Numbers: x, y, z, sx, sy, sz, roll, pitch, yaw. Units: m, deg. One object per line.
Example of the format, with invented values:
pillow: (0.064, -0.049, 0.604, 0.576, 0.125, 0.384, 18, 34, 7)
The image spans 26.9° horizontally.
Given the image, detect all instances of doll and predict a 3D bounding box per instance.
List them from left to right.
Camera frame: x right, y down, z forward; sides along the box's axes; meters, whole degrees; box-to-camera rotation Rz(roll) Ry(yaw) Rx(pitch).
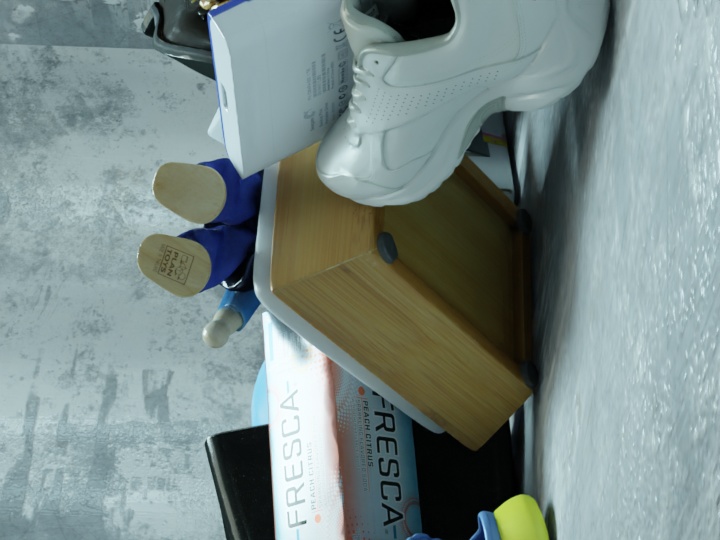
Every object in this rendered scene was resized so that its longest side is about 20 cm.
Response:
doll: (-0.069, -0.019, 0.887, 0.200, 0.048, 0.138, -6, -70, -73)

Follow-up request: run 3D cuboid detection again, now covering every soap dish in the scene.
soap dish: (0.028, -0.010, 0.874, 0.200, 0.081, 0.158, 40, -139, -40)

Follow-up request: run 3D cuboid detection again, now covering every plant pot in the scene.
plant pot: (0.012, 0.212, 1.006, 0.200, 0.198, 0.179, 91, 169, -63)

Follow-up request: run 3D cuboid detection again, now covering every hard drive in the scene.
hard drive: (0.019, -0.128, 0.766, 0.025, 0.199, 0.132, 57, 166, 21)

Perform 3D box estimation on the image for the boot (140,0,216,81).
boot: (-0.081, -0.222, 1.031, 0.175, 0.069, 0.200, -61, 31, 9)

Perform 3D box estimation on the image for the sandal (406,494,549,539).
sandal: (0.057, 0.214, 0.846, 0.080, 0.086, 0.202, -99, 8, -66)

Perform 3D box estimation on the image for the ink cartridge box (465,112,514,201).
ink cartridge box: (0.065, -0.040, 1.144, 0.200, 0.087, 0.147, -84, -4, -63)

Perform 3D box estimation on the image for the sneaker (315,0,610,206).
sneaker: (0.023, -0.101, 0.718, 0.200, 0.099, 0.078, -37, 38, 48)

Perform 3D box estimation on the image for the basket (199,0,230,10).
basket: (-0.003, -0.219, 0.888, 0.149, 0.199, 0.143, 46, -149, -32)

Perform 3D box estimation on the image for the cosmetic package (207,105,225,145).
cosmetic package: (-0.002, -0.188, 1.124, 0.200, 0.122, 0.201, -35, 30, 63)

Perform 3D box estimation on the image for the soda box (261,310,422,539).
soda box: (-0.010, 0.115, 0.898, 0.063, 0.068, 0.202, -22, 64, 42)

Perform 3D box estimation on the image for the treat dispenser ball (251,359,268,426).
treat dispenser ball: (0.003, 0.127, 1.337, 0.201, 0.199, 0.203, 2, -90, -90)
